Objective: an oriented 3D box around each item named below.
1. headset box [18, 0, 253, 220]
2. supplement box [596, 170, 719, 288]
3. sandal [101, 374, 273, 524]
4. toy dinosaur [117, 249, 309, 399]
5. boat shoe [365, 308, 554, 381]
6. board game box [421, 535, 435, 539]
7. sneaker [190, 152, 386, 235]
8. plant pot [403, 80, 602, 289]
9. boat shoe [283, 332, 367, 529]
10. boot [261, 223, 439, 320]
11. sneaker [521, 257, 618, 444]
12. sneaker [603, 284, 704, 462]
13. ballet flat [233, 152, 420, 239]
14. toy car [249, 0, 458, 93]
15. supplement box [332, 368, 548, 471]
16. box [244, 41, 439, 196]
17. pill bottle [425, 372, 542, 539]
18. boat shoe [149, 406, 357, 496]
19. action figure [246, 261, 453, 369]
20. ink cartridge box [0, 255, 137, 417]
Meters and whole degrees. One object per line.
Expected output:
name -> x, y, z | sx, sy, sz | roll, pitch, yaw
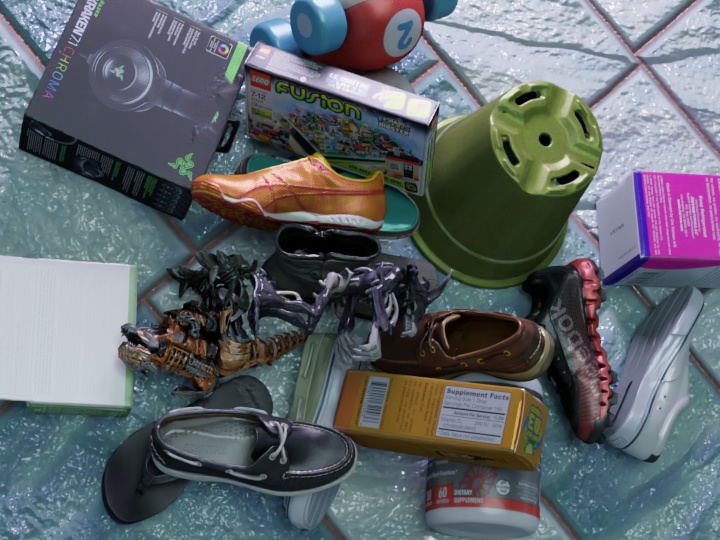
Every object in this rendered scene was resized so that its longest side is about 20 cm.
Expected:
headset box -> -0.220, -0.171, 1.532 | 0.198, 0.093, 0.176 | 25, 69, -8
supplement box -> 0.372, -0.042, 1.659 | 0.197, 0.101, 0.105 | 3, 72, -16
sandal -> -0.171, 0.166, 1.470 | 0.200, 0.043, 0.076 | -39, 87, -23
toy dinosaur -> -0.146, 0.060, 1.492 | 0.199, 0.101, 0.138 | 11, 71, -52
boat shoe -> 0.088, 0.066, 1.470 | 0.068, 0.198, 0.073 | 44, 52, -49
board game box -> 0.040, 0.329, 1.397 | 0.103, 0.200, 0.105 | 44, 67, 1
sneaker -> -0.071, -0.079, 1.491 | 0.197, 0.073, 0.078 | 5, 80, -20
plant pot -> 0.161, -0.103, 1.570 | 0.197, 0.190, 0.203 | 5, 73, -15
boat shoe -> -0.044, 0.157, 1.506 | 0.061, 0.072, 0.202 | 8, 68, 23
boot -> 0.000, 0.000, 1.523 | 0.197, 0.131, 0.069 | 4, 73, -15
sneaker -> 0.214, 0.085, 1.592 | 0.097, 0.071, 0.203 | 0, 72, -16
sneaker -> 0.325, 0.113, 1.624 | 0.071, 0.073, 0.201 | 36, 73, -19
ballet flat -> -0.038, -0.070, 1.566 | 0.197, 0.071, 0.070 | 13, 64, -11
toy car -> 0.017, -0.196, 1.579 | 0.183, 0.176, 0.202 | -22, 93, -32
supplement box -> 0.076, 0.142, 1.445 | 0.198, 0.066, 0.070 | 7, 72, 31
box -> -0.021, -0.152, 1.521 | 0.198, 0.111, 0.035 | 19, 55, 12
pill bottle -> 0.125, 0.161, 1.519 | 0.114, 0.116, 0.203 | 8, 71, -13
boat shoe -> -0.100, 0.164, 1.423 | 0.197, 0.061, 0.075 | 8, 64, -1
action figure -> -0.008, 0.043, 1.446 | 0.197, 0.119, 0.104 | -2, 77, -9
ink cartridge box -> -0.316, 0.061, 1.458 | 0.197, 0.048, 0.148 | 4, 72, -15
